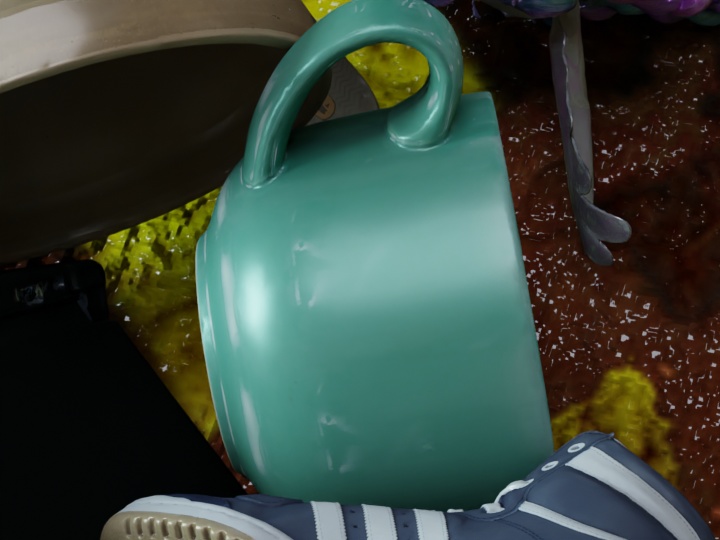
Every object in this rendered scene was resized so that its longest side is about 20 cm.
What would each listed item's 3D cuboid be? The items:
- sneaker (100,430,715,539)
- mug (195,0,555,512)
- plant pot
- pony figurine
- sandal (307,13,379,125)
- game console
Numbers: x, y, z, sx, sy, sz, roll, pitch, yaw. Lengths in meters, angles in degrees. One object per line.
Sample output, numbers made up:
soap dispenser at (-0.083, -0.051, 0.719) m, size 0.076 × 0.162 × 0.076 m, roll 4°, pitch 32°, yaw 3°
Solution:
sneaker at (0.020, 0.096, 0.777) m, size 0.199 × 0.070 × 0.108 m, roll 10°, pitch 32°, yaw 29°
mug at (0.002, 0.005, 0.855) m, size 0.114 × 0.152 × 0.186 m, roll -10°, pitch 86°, yaw 3°
plant pot at (-0.118, -0.078, 0.865) m, size 0.200 × 0.201 × 0.093 m, roll -18°, pitch 76°, yaw -4°
pony figurine at (0.072, -0.124, 0.939) m, size 0.199 × 0.167 × 0.193 m, roll 18°, pitch 34°, yaw -3°
sandal at (-0.061, -0.115, 0.944) m, size 0.200 × 0.055 × 0.082 m, roll 45°, pitch 51°, yaw -11°
game console at (-0.161, 0.066, 0.850) m, size 0.175 × 0.200 × 0.117 m, roll -7°, pitch 93°, yaw 27°
